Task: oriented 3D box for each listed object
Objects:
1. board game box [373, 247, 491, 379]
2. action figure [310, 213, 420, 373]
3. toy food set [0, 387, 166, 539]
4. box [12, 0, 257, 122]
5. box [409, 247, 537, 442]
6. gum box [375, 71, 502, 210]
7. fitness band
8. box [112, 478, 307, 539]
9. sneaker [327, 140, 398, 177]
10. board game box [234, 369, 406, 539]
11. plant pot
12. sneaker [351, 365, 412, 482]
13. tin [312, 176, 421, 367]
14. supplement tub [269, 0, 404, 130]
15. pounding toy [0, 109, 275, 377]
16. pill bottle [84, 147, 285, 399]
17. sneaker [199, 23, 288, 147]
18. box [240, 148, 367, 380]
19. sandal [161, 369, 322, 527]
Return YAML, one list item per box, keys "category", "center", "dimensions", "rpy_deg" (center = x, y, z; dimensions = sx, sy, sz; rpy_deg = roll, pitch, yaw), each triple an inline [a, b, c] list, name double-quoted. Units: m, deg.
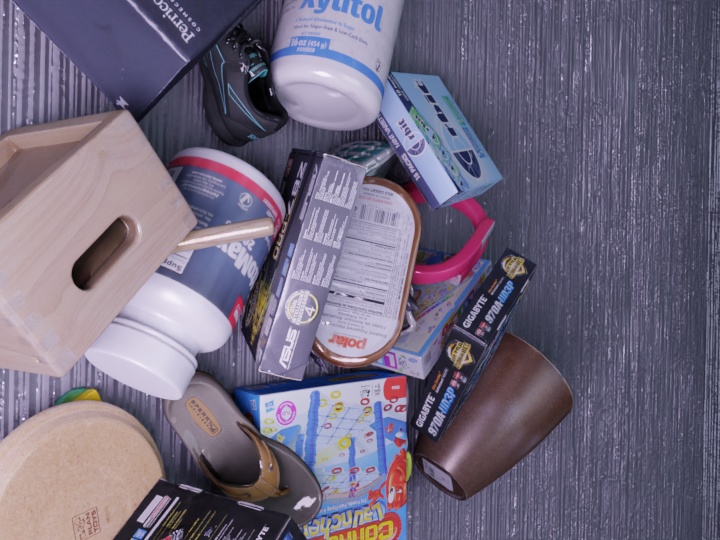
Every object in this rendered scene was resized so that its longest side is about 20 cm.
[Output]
- category: "board game box"
  center: [0.064, 0.043, 0.985]
  dimensions: [0.200, 0.133, 0.035]
  rpy_deg: [-47, 138, -41]
- category: "action figure"
  center: [0.006, 0.025, 0.899]
  dimensions: [0.200, 0.118, 0.103]
  rpy_deg: [-41, 119, -17]
- category: "toy food set"
  center: [-0.239, 0.207, 0.655]
  dimensions: [0.198, 0.048, 0.202]
  rpy_deg: [-40, 121, -46]
- category: "box"
  center: [-0.173, -0.265, 0.626]
  dimensions: [0.197, 0.117, 0.201]
  rpy_deg: [46, 53, -18]
- category: "box"
  center: [0.136, 0.093, 0.963]
  dimensions: [0.159, 0.046, 0.201]
  rpy_deg: [-48, 162, -42]
- category: "gum box"
  center: [0.095, -0.169, 1.006]
  dimensions: [0.171, 0.044, 0.200]
  rpy_deg: [59, 28, 5]
- category: "fitness band"
  center: [0.088, -0.049, 1.016]
  dimensions: [0.200, 0.142, 0.038]
  rpy_deg: [-48, 154, -43]
- category: "box"
  center: [-0.151, 0.264, 0.602]
  dimensions: [0.201, 0.158, 0.050]
  rpy_deg: [-55, 131, -38]
- category: "sneaker"
  center: [-0.020, -0.084, 0.935]
  dimensions: [0.200, 0.077, 0.092]
  rpy_deg: [-42, 132, -36]
- category: "board game box"
  center: [-0.039, 0.220, 0.875]
  dimensions: [0.198, 0.056, 0.199]
  rpy_deg: [-2, 93, -37]
- category: "plant pot"
  center: [0.168, 0.216, 1.122]
  dimensions: [0.200, 0.186, 0.188]
  rpy_deg: [-47, 128, -23]
- category: "sneaker"
  center: [0.015, 0.190, 0.981]
  dimensions: [0.081, 0.073, 0.203]
  rpy_deg: [-21, 106, -48]
- category: "tin"
  center: [0.000, 0.000, 0.827]
  dimensions: [0.042, 0.111, 0.203]
  rpy_deg: [95, 6, -81]
- category: "supplement tub"
  center: [-0.023, -0.269, 0.865]
  dimensions: [0.132, 0.131, 0.203]
  rpy_deg: [28, 68, -50]
- category: "pounding toy"
  center: [-0.205, -0.021, 0.581]
  dimensions: [0.201, 0.182, 0.143]
  rpy_deg: [-56, 132, -36]
- category: "pill bottle"
  center: [-0.155, 0.004, 0.703]
  dimensions: [0.120, 0.119, 0.202]
  rpy_deg: [47, 55, -43]
- category: "sneaker"
  center: [-0.129, -0.221, 0.768]
  dimensions: [0.075, 0.079, 0.202]
  rpy_deg: [-48, 126, -41]
- category: "box"
  center: [-0.061, -0.014, 0.765]
  dimensions: [0.049, 0.161, 0.202]
  rpy_deg: [15, 96, -19]
- category: "sandal"
  center: [-0.113, 0.179, 0.760]
  dimensions: [0.081, 0.055, 0.201]
  rpy_deg: [-38, 105, -8]
